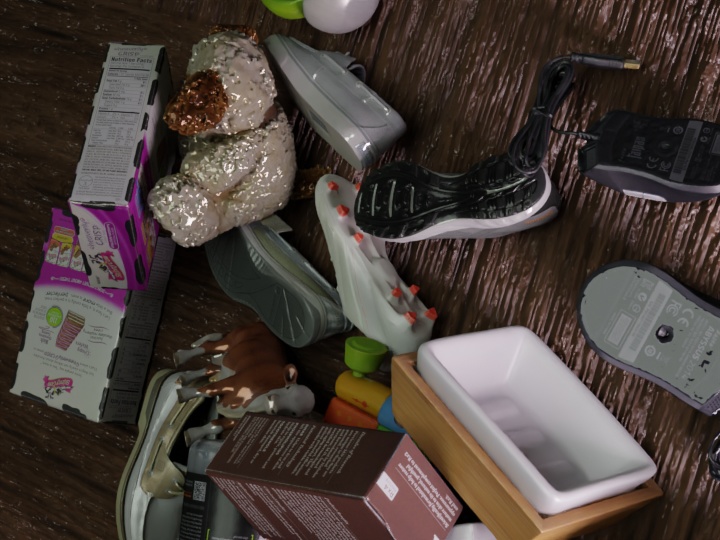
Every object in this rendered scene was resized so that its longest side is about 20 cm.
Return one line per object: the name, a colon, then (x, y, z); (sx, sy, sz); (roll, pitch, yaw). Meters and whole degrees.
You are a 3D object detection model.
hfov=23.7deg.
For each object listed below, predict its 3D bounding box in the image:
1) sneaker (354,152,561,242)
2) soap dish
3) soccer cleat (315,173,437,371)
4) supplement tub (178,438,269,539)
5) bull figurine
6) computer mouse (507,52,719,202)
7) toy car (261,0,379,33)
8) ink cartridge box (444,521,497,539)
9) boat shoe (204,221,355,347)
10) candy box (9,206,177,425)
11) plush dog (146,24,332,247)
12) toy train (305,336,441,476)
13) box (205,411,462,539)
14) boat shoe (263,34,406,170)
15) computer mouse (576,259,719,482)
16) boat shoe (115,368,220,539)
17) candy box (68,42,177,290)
sneaker: (0.084, -0.055, 1.513); (0.199, 0.079, 0.074); (-2, 72, 30)
soap dish: (0.131, 0.140, 1.415); (0.200, 0.157, 0.081); (49, 127, 30)
soccer cleat: (0.000, 0.000, 1.579); (0.078, 0.069, 0.201); (-49, 57, 36)
supplement tub: (-0.109, 0.260, 1.581); (0.122, 0.122, 0.201); (4, 85, 36)
bull figurine: (-0.108, 0.106, 1.578); (0.121, 0.200, 0.065); (-11, 110, -4)
computer mouse: (0.232, -0.117, 1.439); (0.199, 0.046, 0.141); (7, 57, 18)
toy car: (-0.047, -0.334, 1.609); (0.175, 0.150, 0.200); (47, 109, 31)
ink cartridge box: (0.077, 0.251, 1.453); (0.199, 0.116, 0.068); (-11, 78, 33)
boat shoe: (-0.083, 0.000, 1.646); (0.202, 0.065, 0.075); (41, 126, 38)
candy box: (-0.275, 0.047, 1.770); (0.136, 0.061, 0.201); (14, 90, 35)
plush dog: (-0.117, -0.139, 1.608); (0.159, 0.200, 0.173); (-4, 124, 12)
toy train: (-0.007, 0.110, 1.539); (0.200, 0.084, 0.116); (24, 113, 41)
box: (-0.025, 0.181, 1.425); (0.199, 0.100, 0.075); (5, 50, 46)
boat shoe: (-0.025, -0.173, 1.623); (0.068, 0.072, 0.200); (-33, 42, -9)
computer mouse: (0.265, 0.067, 1.391); (0.200, 0.053, 0.139); (37, 102, 21)
boat shoe: (-0.184, 0.198, 1.674); (0.068, 0.075, 0.201); (4, 85, 41)
candy box: (-0.226, -0.102, 1.660); (0.061, 0.137, 0.201); (5, 54, 5)
